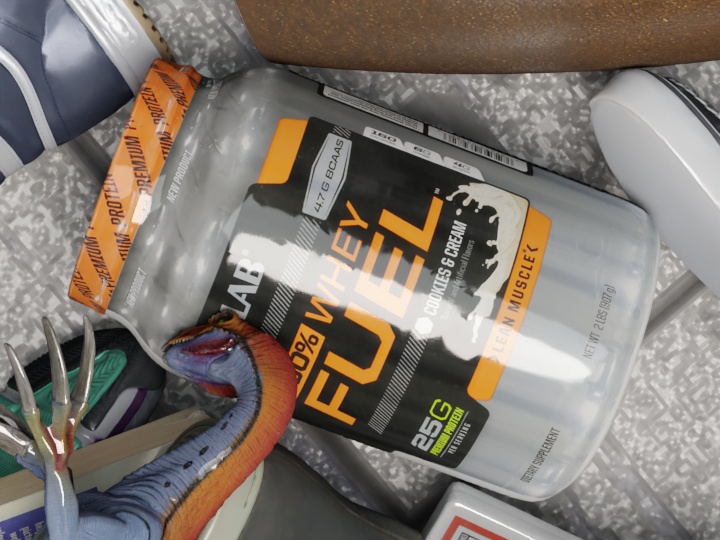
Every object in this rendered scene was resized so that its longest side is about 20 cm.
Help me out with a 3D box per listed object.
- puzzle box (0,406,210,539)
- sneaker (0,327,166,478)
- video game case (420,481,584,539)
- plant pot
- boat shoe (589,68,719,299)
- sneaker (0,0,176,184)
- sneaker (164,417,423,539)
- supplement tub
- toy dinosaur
[{"bbox_3d":[-0.094,0.163,0.742,0.133,0.025,0.201,-19,111,-19],"label":"puzzle box"},{"bbox_3d":[-0.134,0.116,0.772,0.200,0.074,0.088,-49,125,-6],"label":"sneaker"},{"bbox_3d":[0.094,0.179,0.777,0.200,0.017,0.143,26,117,-5],"label":"video game case"},{"bbox_3d":[0.049,-0.146,0.726,0.199,0.187,0.187,-15,93,9],"label":"plant pot"},{"bbox_3d":[0.168,-0.014,0.746,0.200,0.072,0.068,44,81,-17],"label":"boat shoe"},{"bbox_3d":[-0.172,-0.123,0.747,0.108,0.070,0.200,-40,98,-5],"label":"sneaker"},{"bbox_3d":[-0.054,0.162,0.704,0.106,0.075,0.200,30,89,-29],"label":"sneaker"},{"bbox_3d":[0.000,0.000,0.741,0.200,0.123,0.123,20,90,-5],"label":"supplement tub"},{"bbox_3d":[-0.092,0.099,0.657,0.181,0.105,0.200,-24,110,-13],"label":"toy dinosaur"}]
